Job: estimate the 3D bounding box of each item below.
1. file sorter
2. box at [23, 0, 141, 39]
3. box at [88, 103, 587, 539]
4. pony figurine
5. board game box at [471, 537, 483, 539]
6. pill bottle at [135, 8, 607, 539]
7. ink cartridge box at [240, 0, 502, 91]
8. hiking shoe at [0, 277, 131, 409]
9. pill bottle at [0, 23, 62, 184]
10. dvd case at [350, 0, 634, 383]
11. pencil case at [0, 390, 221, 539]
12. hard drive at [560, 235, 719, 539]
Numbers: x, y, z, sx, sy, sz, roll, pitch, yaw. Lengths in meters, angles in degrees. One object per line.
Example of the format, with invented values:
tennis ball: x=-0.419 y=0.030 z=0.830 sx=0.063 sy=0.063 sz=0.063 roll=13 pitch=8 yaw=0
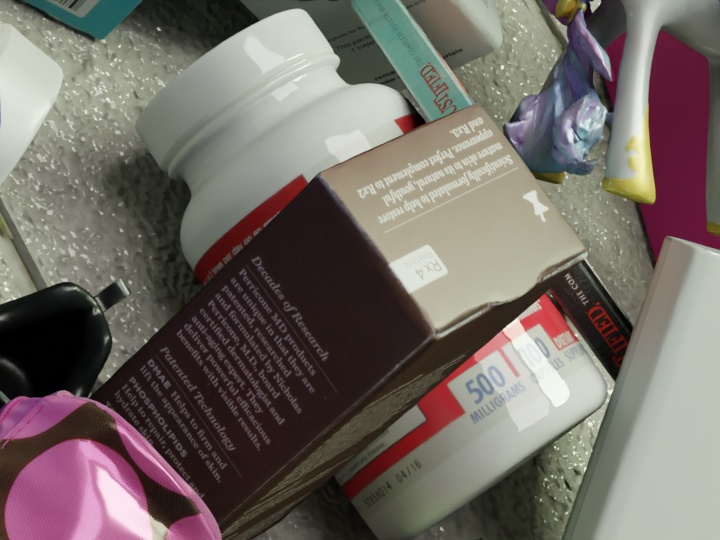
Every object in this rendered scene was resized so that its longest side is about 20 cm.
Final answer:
file sorter: x=0.225 y=-0.054 z=1.377 sx=0.125 sy=0.139 sz=0.201 roll=16 pitch=50 yaw=-39
box: x=-0.126 y=-0.200 z=1.223 sx=0.082 sy=0.049 sz=0.200 roll=26 pitch=44 yaw=-28
box: x=-0.023 y=0.033 z=1.013 sx=0.100 sy=0.200 sz=0.075 roll=-26 pitch=79 yaw=-50
pony figurine: x=0.136 y=-0.130 z=1.278 sx=0.192 sy=0.167 sz=0.201 roll=17 pitch=89 yaw=-7
board game box: x=0.010 y=0.161 z=1.037 sx=0.200 sy=0.023 sz=0.105 roll=-9 pitch=60 yaw=-54
pill bottle: x=0.000 y=0.000 z=1.134 sx=0.200 sy=0.112 sz=0.112 roll=55 pitch=39 yaw=6
ink cartridge box: x=-0.026 y=-0.185 z=1.225 sx=0.200 sy=0.083 sz=0.147 roll=43 pitch=32 yaw=-50
hiking shoe: x=-0.153 y=0.067 z=0.952 sx=0.074 sy=0.087 sz=0.200 roll=43 pitch=39 yaw=-9
pill bottle: x=-0.212 y=-0.094 z=1.003 sx=0.200 sy=0.114 sz=0.114 roll=37 pitch=40 yaw=-16
dvd case: x=0.072 y=-0.018 z=1.188 sx=0.200 sy=0.022 sz=0.146 roll=51 pitch=5 yaw=-35
pencil case: x=-0.136 y=0.120 z=0.869 sx=0.094 sy=0.091 sz=0.200 roll=51 pitch=55 yaw=-6
hard drive: x=0.144 y=0.096 z=1.155 sx=0.132 sy=0.201 sz=0.026 roll=14 pitch=7 yaw=-37
